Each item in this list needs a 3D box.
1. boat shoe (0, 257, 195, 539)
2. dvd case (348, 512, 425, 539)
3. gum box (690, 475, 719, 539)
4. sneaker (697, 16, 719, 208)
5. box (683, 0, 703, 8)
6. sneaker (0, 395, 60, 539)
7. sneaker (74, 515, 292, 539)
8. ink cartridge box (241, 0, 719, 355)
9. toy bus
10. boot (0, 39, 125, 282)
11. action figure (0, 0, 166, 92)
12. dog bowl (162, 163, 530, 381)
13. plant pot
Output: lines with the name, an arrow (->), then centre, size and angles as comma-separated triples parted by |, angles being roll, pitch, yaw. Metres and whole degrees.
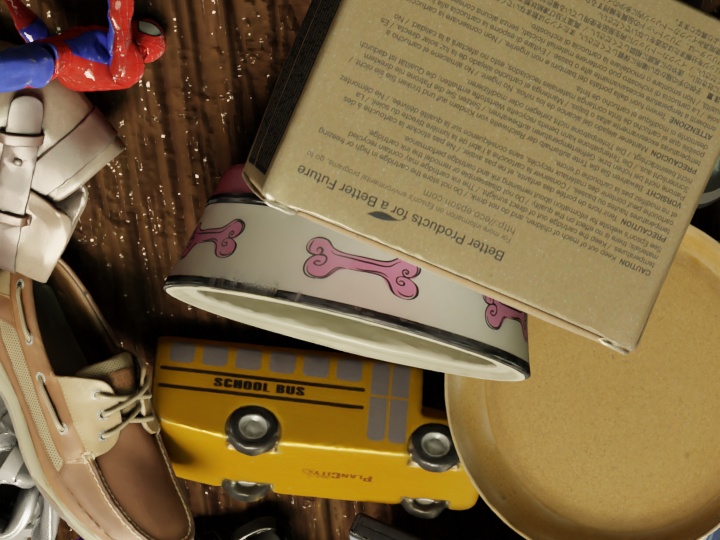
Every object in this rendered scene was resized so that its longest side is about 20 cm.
boat shoe -> -0.154, 0.076, 1.204 | 0.072, 0.076, 0.200 | -38, 84, 40
dvd case -> 0.065, 0.216, 1.333 | 0.143, 0.018, 0.200 | 22, 158, 13
gum box -> 0.231, 0.188, 1.235 | 0.200, 0.045, 0.170 | -34, 104, 34
sneaker -> 0.218, -0.100, 1.085 | 0.071, 0.083, 0.200 | 30, 127, -22
box -> 0.086, -0.124, 1.090 | 0.158, 0.051, 0.200 | 10, 131, -6
sneaker -> -0.223, 0.139, 1.295 | 0.075, 0.115, 0.200 | 15, 131, -10
sneaker -> -0.090, 0.192, 1.375 | 0.200, 0.070, 0.100 | 18, 123, -19
ink cartridge box -> 0.067, -0.076, 1.005 | 0.200, 0.075, 0.165 | 23, 96, -17
toy bus -> -0.025, 0.093, 1.265 | 0.200, 0.078, 0.065 | 6, 144, -3
boot -> -0.228, -0.040, 1.152 | 0.146, 0.070, 0.200 | 34, 115, -10
action figure -> -0.175, -0.126, 1.054 | 0.065, 0.200, 0.099 | 2, 101, 43
dog bowl -> 0.000, 0.000, 1.131 | 0.200, 0.074, 0.200 | 14, 173, 2
plant pot -> 0.143, 0.064, 1.192 | 0.200, 0.200, 0.027 | -27, 166, 24
